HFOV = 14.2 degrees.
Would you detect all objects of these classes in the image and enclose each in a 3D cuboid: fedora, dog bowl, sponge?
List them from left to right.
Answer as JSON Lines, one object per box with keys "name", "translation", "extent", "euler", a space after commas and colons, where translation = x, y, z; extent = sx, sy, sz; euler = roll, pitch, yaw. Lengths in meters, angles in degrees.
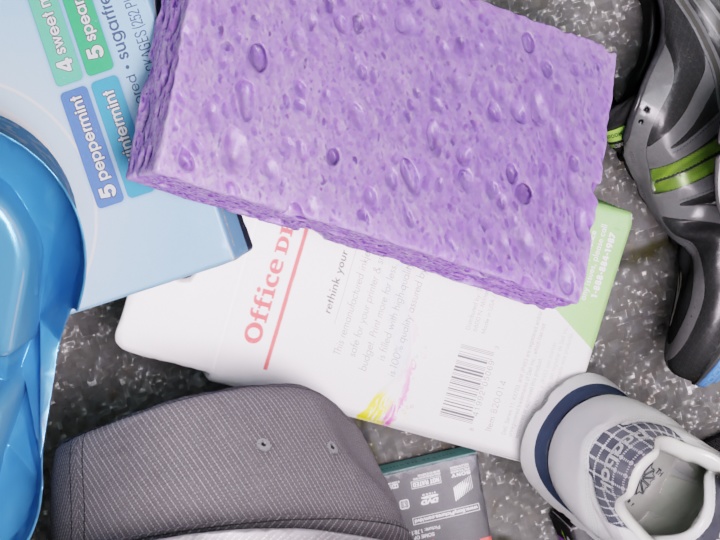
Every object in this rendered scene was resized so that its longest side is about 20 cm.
{"name": "dog bowl", "translation": [-0.166, 0.029, 1.116], "extent": [0.111, 0.050, 0.201], "euler": [12, 110, -2]}
{"name": "fedora", "translation": [-0.050, 0.100, 1.173], "extent": [0.199, 0.177, 0.091], "euler": [5, 68, -34]}
{"name": "sponge", "translation": [0.009, -0.063, 1.148], "extent": [0.199, 0.030, 0.112], "euler": [17, 72, -28]}

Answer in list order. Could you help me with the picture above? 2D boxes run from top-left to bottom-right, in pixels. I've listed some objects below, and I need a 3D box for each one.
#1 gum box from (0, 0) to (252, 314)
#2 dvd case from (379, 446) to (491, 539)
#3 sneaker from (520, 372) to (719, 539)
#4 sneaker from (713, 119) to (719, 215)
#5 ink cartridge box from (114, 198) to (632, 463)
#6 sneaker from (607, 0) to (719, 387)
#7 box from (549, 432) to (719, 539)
{"name": "gum box", "translation": [-0.164, -0.057, 1.153], "extent": [0.199, 0.045, 0.171], "euler": [-17, 95, 10]}
{"name": "dvd case", "translation": [-0.001, 0.189, 1.277], "extent": [0.145, 0.022, 0.201], "euler": [-13, 100, -10]}
{"name": "sneaker", "translation": [0.155, 0.119, 1.224], "extent": [0.200, 0.080, 0.077], "euler": [32, 84, -29]}
{"name": "sneaker", "translation": [0.227, -0.025, 1.219], "extent": [0.200, 0.090, 0.079], "euler": [16, 75, -56]}
{"name": "ink cartridge box", "translation": [0.000, 0.000, 1.225], "extent": [0.199, 0.067, 0.118], "euler": [16, 96, -14]}
{"name": "sneaker", "translation": [0.137, -0.051, 1.250], "extent": [0.082, 0.071, 0.201], "euler": [-3, 93, -9]}
{"name": "box", "translation": [0.187, 0.171, 1.307], "extent": [0.142, 0.036, 0.201], "euler": [-25, 104, -7]}
